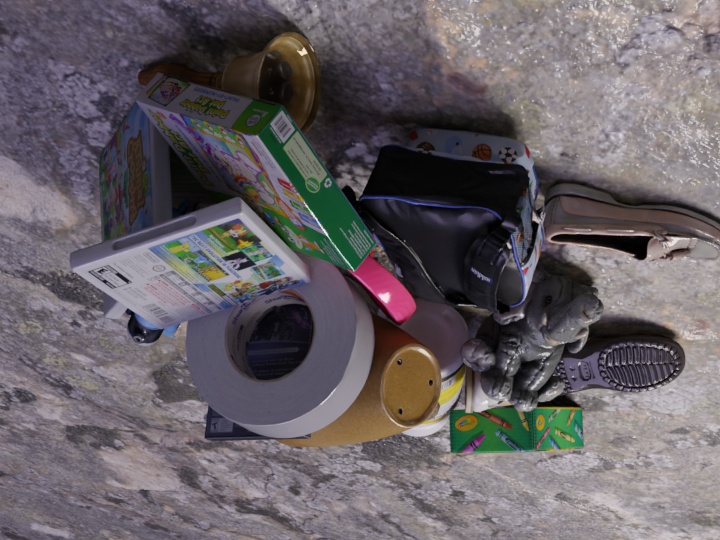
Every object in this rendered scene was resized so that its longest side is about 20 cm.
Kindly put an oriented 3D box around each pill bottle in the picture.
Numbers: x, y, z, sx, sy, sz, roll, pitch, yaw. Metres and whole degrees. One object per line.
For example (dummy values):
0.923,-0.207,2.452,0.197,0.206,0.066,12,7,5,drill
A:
0.078,0.131,1.650,0.113,0.115,0.201,11,149,5,pill bottle

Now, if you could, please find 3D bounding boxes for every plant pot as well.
-0.005,0.121,1.468,0.186,0.188,0.199,38,158,-34,plant pot

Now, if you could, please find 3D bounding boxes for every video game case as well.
-0.165,-0.003,1.282,0.180,0.022,0.200,-17,156,12,video game case
-0.108,0.091,1.445,0.142,0.202,0.019,-6,159,33,video game case
-0.246,-0.073,1.379,0.022,0.202,0.182,6,155,-28,video game case

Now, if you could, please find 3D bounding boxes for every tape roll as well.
-0.087,0.076,1.378,0.198,0.203,0.066,2,164,19,tape roll

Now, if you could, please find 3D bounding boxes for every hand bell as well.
-0.148,-0.189,1.278,0.198,0.105,0.104,9,151,33,hand bell

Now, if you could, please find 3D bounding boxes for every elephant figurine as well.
0.218,0.055,1.469,0.141,0.156,0.201,-4,137,-42,elephant figurine

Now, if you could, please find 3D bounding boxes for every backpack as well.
0.103,-0.047,1.316,0.198,0.155,0.191,15,146,27,backpack

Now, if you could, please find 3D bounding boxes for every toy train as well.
-0.214,0.007,1.441,0.086,0.115,0.200,31,134,-5,toy train

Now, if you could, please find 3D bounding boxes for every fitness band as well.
0.000,0.000,1.414,0.144,0.037,0.200,44,178,12,fitness band

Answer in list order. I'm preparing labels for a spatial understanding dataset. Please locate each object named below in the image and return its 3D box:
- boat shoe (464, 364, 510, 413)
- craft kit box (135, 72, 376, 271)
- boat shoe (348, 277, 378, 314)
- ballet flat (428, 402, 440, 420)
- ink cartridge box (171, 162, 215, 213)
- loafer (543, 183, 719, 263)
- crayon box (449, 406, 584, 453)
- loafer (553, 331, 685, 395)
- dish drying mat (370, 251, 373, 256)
0.169,0.133,1.590,0.068,0.076,0.200,6,-170,11,boat shoe
-0.103,-0.097,1.251,0.197,0.049,0.200,24,157,45,craft kit box
-0.066,0.030,1.591,0.199,0.069,0.072,34,144,-29,boat shoe
0.037,0.175,1.591,0.067,0.046,0.200,47,155,-12,ballet flat
-0.162,-0.034,1.496,0.144,0.048,0.202,3,129,21,ink cartridge box
0.287,-0.034,1.344,0.198,0.063,0.072,15,148,0,loafer
0.211,0.213,1.699,0.118,0.059,0.199,-6,172,28,crayon box
0.301,0.106,1.578,0.198,0.071,0.074,-5,111,13,loafer
-0.080,-0.053,1.511,0.198,0.018,0.077,13,145,4,dish drying mat
